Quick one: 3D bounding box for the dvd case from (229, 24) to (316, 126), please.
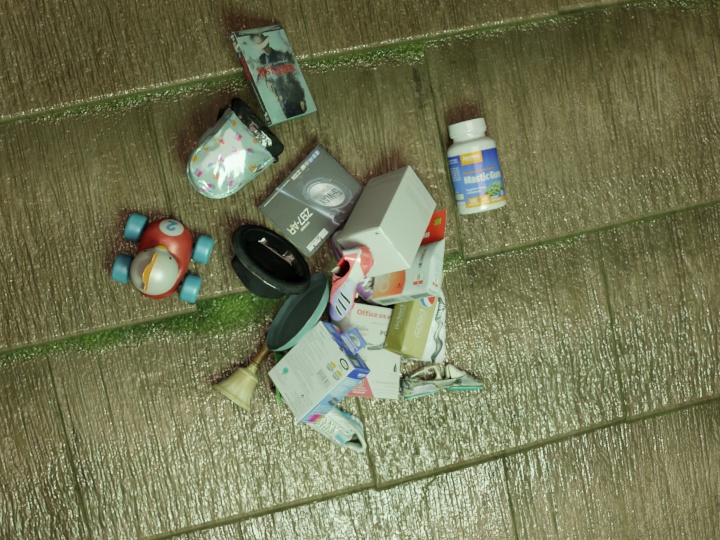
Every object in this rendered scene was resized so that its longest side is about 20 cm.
[{"bbox_3d":[-0.183,-0.419,1.465,0.146,0.022,0.201,-30,99,-45],"label":"dvd case"}]

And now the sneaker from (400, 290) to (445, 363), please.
[{"bbox_3d":[0.133,0.118,1.576,0.114,0.075,0.201,-4,99,-10],"label":"sneaker"}]

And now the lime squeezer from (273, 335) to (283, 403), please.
[{"bbox_3d":[-0.164,0.189,1.525,0.070,0.038,0.201,31,72,-15],"label":"lime squeezer"}]

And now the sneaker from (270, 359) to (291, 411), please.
[{"bbox_3d":[-0.130,0.213,1.548,0.115,0.076,0.200,37,89,-6],"label":"sneaker"}]

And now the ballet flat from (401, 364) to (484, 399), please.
[{"bbox_3d":[0.192,0.255,1.604,0.199,0.072,0.072,-6,96,-9],"label":"ballet flat"}]

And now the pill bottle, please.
[{"bbox_3d":[0.257,-0.235,1.545,0.111,0.112,0.201,-14,98,-7],"label":"pill bottle"}]

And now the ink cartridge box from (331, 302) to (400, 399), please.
[{"bbox_3d":[0.010,0.177,1.514,0.146,0.083,0.201,11,77,-33],"label":"ink cartridge box"}]

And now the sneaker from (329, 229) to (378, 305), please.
[{"bbox_3d":[-0.001,0.000,1.527,0.073,0.114,0.201,-38,101,-5],"label":"sneaker"}]

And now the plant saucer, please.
[{"bbox_3d":[-0.129,0.093,1.475,0.027,0.200,0.200,38,89,-20],"label":"plant saucer"}]

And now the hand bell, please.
[{"bbox_3d":[-0.233,0.203,1.538,0.104,0.104,0.200,37,76,-10],"label":"hand bell"}]

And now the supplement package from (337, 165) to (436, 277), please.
[{"bbox_3d":[0.059,-0.104,1.462,0.121,0.119,0.200,51,45,-28],"label":"supplement package"}]

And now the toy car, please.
[{"bbox_3d":[-0.416,-0.019,1.418,0.183,0.200,0.178,18,92,-10],"label":"toy car"}]

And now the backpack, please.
[{"bbox_3d":[-0.280,-0.247,1.456,0.200,0.127,0.167,-43,103,0],"label":"backpack"}]

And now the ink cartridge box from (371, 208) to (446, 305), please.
[{"bbox_3d":[0.107,-0.033,1.485,0.050,0.162,0.201,23,65,-40],"label":"ink cartridge box"}]

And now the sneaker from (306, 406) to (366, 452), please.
[{"bbox_3d":[-0.058,0.346,1.533,0.200,0.087,0.075,32,101,-28],"label":"sneaker"}]

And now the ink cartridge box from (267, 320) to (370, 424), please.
[{"bbox_3d":[-0.076,0.200,1.420,0.200,0.076,0.137,-46,61,13],"label":"ink cartridge box"}]

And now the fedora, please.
[{"bbox_3d":[-0.208,-0.004,1.491,0.200,0.201,0.092,36,120,-10],"label":"fedora"}]

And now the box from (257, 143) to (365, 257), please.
[{"bbox_3d":[-0.106,-0.154,1.532,0.160,0.044,0.200,44,88,-9],"label":"box"}]

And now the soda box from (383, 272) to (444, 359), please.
[{"bbox_3d":[0.117,0.088,1.501,0.068,0.064,0.201,25,75,-35],"label":"soda box"}]

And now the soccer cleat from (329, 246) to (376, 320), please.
[{"bbox_3d":[-0.036,0.027,1.414,0.076,0.067,0.200,2,136,-30],"label":"soccer cleat"}]
